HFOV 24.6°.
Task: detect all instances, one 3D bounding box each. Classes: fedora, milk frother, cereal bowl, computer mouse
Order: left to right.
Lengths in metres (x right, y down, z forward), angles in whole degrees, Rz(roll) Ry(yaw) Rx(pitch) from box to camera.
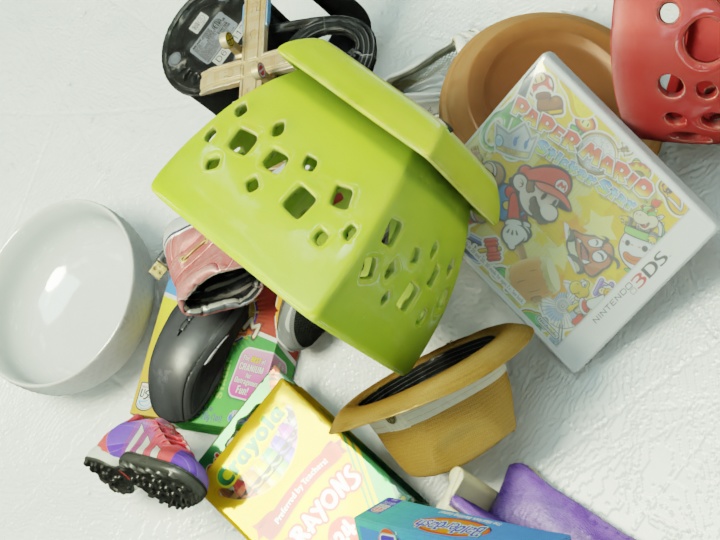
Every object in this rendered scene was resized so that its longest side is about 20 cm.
[{"bbox_3d":[-0.284,0.035,1.657,0.198,0.083,0.202,-14,62,26],"label":"cereal bowl"},{"bbox_3d":[-0.166,0.034,1.556,0.140,0.046,0.201,28,85,36],"label":"computer mouse"},{"bbox_3d":[-0.050,-0.167,1.539,0.180,0.188,0.201,-39,55,11],"label":"milk frother"},{"bbox_3d":[0.071,0.116,1.376,0.199,0.201,0.082,-27,94,19],"label":"fedora"}]

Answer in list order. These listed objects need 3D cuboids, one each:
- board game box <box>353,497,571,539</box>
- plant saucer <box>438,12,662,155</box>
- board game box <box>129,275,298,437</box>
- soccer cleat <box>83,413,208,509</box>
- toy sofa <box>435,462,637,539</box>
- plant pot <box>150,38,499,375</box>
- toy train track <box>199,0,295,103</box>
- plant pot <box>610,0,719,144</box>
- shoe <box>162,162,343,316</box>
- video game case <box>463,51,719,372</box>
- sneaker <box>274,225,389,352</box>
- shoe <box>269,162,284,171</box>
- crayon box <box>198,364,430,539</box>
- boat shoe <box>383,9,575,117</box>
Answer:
[{"bbox_3d":[0.088,0.264,1.264,0.199,0.045,0.154,2,110,50],"label":"board game box"},{"bbox_3d":[0.168,-0.144,1.430,0.198,0.038,0.202,1,65,-2],"label":"plant saucer"},{"bbox_3d":[-0.126,0.055,1.577,0.152,0.040,0.202,4,71,33],"label":"board game box"},{"bbox_3d":[-0.182,0.164,1.476,0.073,0.068,0.199,-52,22,-21],"label":"soccer cleat"},{"bbox_3d":[0.154,0.224,1.301,0.199,0.083,0.098,31,88,37],"label":"toy sofa"},{"bbox_3d":[-0.012,-0.058,1.322,0.200,0.199,0.182,38,91,28],"label":"plant pot"},{"bbox_3d":[-0.099,-0.220,1.454,0.114,0.033,0.202,-12,63,26],"label":"toy train track"},{"bbox_3d":[0.316,-0.198,1.328,0.181,0.200,0.202,8,73,24],"label":"plant pot"},{"bbox_3d":[-0.083,-0.029,1.496,0.198,0.072,0.092,-23,50,7],"label":"shoe"},{"bbox_3d":[0.166,-0.046,1.362,0.200,0.023,0.182,46,118,9],"label":"video game case"},{"bbox_3d":[0.000,0.000,1.504,0.200,0.078,0.077,-49,58,3],"label":"sneaker"},{"bbox_3d":[-0.069,-0.081,1.579,0.198,0.053,0.071,9,117,15],"label":"shoe"},{"bbox_3d":[-0.054,0.187,1.440,0.200,0.051,0.127,39,92,25],"label":"crayon box"},{"bbox_3d":[0.108,-0.190,1.525,0.199,0.069,0.071,-26,56,19],"label":"boat shoe"}]
